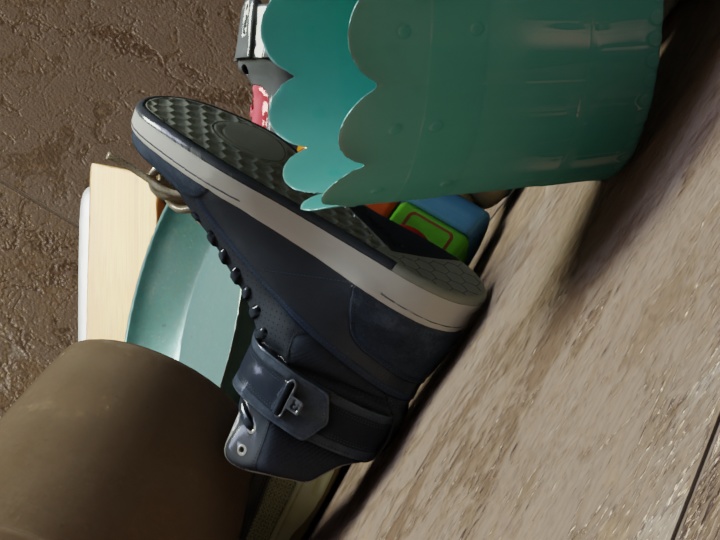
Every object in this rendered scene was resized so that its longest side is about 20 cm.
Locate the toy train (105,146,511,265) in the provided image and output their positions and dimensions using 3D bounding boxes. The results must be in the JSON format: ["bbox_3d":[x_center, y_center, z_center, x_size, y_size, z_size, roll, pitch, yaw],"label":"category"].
[{"bbox_3d":[-0.021,-0.056,1.415,0.116,0.200,0.085,-53,-15,-26],"label":"toy train"}]

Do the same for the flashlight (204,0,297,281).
[{"bbox_3d":[-0.060,-0.065,1.632,0.068,0.068,0.201,171,104,-75],"label":"flashlight"}]

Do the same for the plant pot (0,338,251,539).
[{"bbox_3d":[-0.136,0.137,1.364,0.175,0.200,0.200,-64,6,-27],"label":"plant pot"}]

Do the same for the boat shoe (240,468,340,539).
[{"bbox_3d":[-0.078,0.159,1.457,0.201,0.066,0.072,-60,5,-6],"label":"boat shoe"}]

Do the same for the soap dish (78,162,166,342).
[{"bbox_3d":[-0.119,0.032,1.848,0.081,0.157,0.201,-14,70,41],"label":"soap dish"}]

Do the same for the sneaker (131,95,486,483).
[{"bbox_3d":[-0.055,0.016,1.329,0.146,0.202,0.077,-61,-15,24],"label":"sneaker"}]

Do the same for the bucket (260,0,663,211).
[{"bbox_3d":[0.038,-0.125,1.124,0.207,0.134,0.208,177,90,-77],"label":"bucket"}]

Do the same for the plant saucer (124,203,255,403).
[{"bbox_3d":[-0.090,0.034,1.538,0.200,0.036,0.201,-168,90,-68],"label":"plant saucer"}]

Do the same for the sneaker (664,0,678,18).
[{"bbox_3d":[0.130,-0.142,1.216,0.200,0.074,0.087,-62,-12,-82],"label":"sneaker"}]
